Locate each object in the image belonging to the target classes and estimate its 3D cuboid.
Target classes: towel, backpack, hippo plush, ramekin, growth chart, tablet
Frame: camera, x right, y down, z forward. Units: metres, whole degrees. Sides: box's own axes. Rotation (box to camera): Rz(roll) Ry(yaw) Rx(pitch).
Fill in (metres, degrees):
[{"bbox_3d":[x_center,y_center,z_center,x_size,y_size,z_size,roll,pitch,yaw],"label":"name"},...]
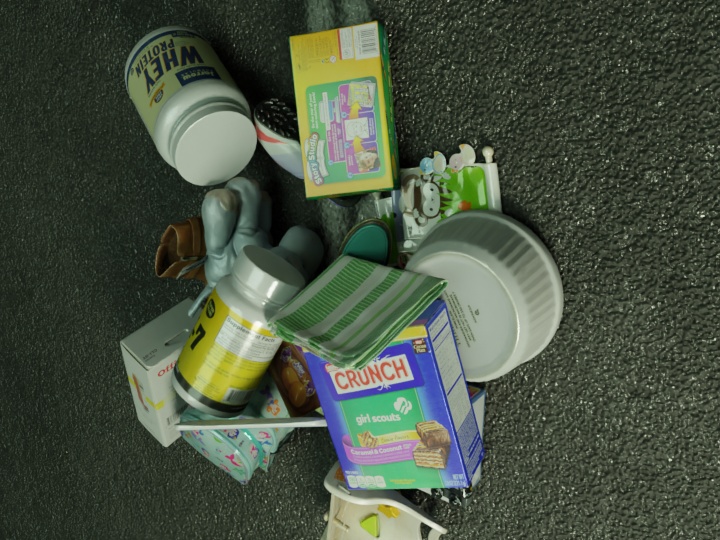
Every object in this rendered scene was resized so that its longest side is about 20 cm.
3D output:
[{"bbox_3d":[-0.012,0.041,0.849,0.198,0.152,0.024,14,139,55],"label":"towel"},{"bbox_3d":[-0.186,0.215,1.124,0.176,0.151,0.202,34,142,6],"label":"backpack"},{"bbox_3d":[-0.141,-0.032,1.045,0.157,0.201,0.162,18,136,24],"label":"hippo plush"},{"bbox_3d":[0.134,0.037,0.881,0.198,0.094,0.208,14,117,29],"label":"ramekin"},{"bbox_3d":[0.097,-0.074,0.941,0.196,0.018,0.149,-12,96,38],"label":"growth chart"},{"bbox_3d":[-0.126,0.198,0.953,0.194,0.130,0.014,-6,78,16],"label":"tablet"}]

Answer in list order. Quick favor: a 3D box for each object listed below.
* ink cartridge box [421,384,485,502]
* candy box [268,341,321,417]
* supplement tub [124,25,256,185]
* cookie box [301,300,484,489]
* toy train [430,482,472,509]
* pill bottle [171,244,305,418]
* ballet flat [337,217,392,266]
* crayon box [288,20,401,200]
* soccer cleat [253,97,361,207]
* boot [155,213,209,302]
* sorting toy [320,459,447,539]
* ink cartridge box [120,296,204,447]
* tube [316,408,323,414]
[{"bbox_3d":[0.067,0.210,1.012,0.196,0.076,0.141,13,110,34],"label":"ink cartridge box"},{"bbox_3d":[-0.037,0.107,0.985,0.198,0.056,0.119,-32,82,31],"label":"candy box"},{"bbox_3d":[-0.241,-0.235,1.054,0.202,0.142,0.147,55,131,32],"label":"supplement tub"},{"bbox_3d":[0.039,0.151,0.876,0.167,0.075,0.205,-10,105,29],"label":"cookie box"},{"bbox_3d":[0.059,0.246,0.959,0.197,0.034,0.047,20,110,33],"label":"toy train"},{"bbox_3d":[-0.157,0.078,0.964,0.113,0.114,0.203,36,104,24],"label":"pill bottle"},{"bbox_3d":[0.000,0.000,1.003,0.070,0.070,0.204,35,131,25],"label":"ballet flat"},{"bbox_3d":[-0.018,-0.198,0.931,0.115,0.058,0.206,-4,95,15],"label":"crayon box"},{"bbox_3d":[-0.074,-0.154,1.033,0.199,0.068,0.074,43,154,12],"label":"soccer cleat"},{"bbox_3d":[-0.254,-0.006,1.152,0.073,0.153,0.204,29,120,27],"label":"boot"},{"bbox_3d":[0.037,0.363,1.073,0.176,0.107,0.203,23,136,15],"label":"sorting toy"},{"bbox_3d":[-0.301,0.166,1.215,0.083,0.144,0.203,33,140,27],"label":"ink cartridge box"},{"bbox_3d":[-0.112,0.170,1.166,0.196,0.058,0.053,23,81,29],"label":"tube"}]
